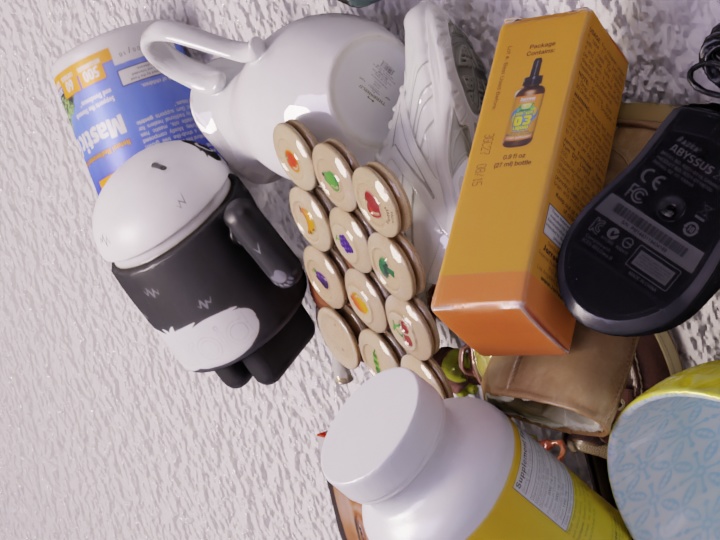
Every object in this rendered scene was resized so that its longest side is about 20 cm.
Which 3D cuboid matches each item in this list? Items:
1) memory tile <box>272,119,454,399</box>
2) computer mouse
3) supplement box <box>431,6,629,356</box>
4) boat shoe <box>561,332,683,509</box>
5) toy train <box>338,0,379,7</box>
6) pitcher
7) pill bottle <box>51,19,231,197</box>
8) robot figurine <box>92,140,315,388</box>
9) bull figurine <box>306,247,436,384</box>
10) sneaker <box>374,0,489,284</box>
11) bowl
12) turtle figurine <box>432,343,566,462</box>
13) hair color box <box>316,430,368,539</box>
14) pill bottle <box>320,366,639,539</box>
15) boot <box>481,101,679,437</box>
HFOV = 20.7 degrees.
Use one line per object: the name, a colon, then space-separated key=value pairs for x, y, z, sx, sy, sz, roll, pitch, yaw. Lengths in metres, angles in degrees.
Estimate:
memory tile: x=0.000 y=0.000 z=1.330 sx=0.153 sy=0.017 sz=0.202 roll=32 pitch=144 yaw=49
computer mouse: x=0.196 y=-0.034 z=1.113 sx=0.138 sy=0.200 sz=0.053 roll=42 pitch=172 yaw=29
supplement box: x=0.103 y=-0.053 z=1.157 sx=0.066 sy=0.069 sz=0.202 roll=-3 pitch=63 yaw=36
boat shoe: x=0.169 y=0.103 z=1.288 sx=0.072 sy=0.072 sz=0.202 roll=1 pitch=106 yaw=53
toy train: x=-0.041 y=-0.263 z=1.395 sx=0.199 sy=0.085 sz=0.115 roll=31 pitch=139 yaw=43
pitcher: x=-0.059 y=-0.132 z=1.415 sx=0.171 sy=0.122 sz=0.199 roll=32 pitch=163 yaw=-28
pill bottle: x=-0.171 y=-0.095 z=1.629 sx=0.112 sy=0.111 sz=0.202 roll=-26 pitch=84 yaw=56
robot figurine: x=-0.119 y=-0.006 z=1.515 sx=0.201 sy=0.149 sz=0.125 roll=54 pitch=-166 yaw=-21
bull figurine: x=0.015 y=0.036 z=1.457 sx=0.200 sy=0.065 sz=0.123 roll=-140 pitch=41 yaw=-62
sneaker: x=0.040 y=-0.084 z=1.314 sx=0.099 sy=0.078 sz=0.202 roll=-18 pitch=66 yaw=26
bowl: x=0.253 y=0.121 z=1.135 sx=0.199 sy=0.107 sz=0.201 roll=32 pitch=143 yaw=28
turtle figurine: x=0.094 y=0.060 z=1.317 sx=0.161 sy=0.064 sz=0.202 roll=-173 pitch=90 yaw=-74
hair color box: x=0.037 y=0.159 z=1.352 sx=0.200 sy=0.061 sz=0.103 roll=176 pitch=80 yaw=-71
pill bottle: x=0.072 y=0.147 z=1.181 sx=0.200 sy=0.113 sz=0.112 roll=40 pitch=156 yaw=-27
boot: x=0.116 y=-0.008 z=1.206 sx=0.174 sy=0.066 sz=0.202 roll=3 pitch=66 yaw=53
